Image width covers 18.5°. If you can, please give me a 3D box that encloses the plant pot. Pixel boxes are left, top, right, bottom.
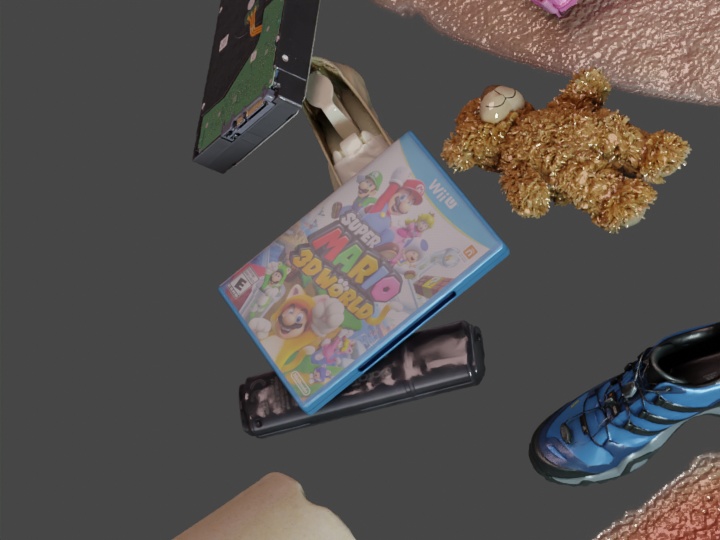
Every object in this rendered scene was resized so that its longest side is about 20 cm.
[{"bbox_3d":[-0.084,0.250,1.560,0.183,0.201,0.200,-40,51,-17],"label":"plant pot"}]

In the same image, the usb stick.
[{"bbox_3d":[0.001,0.085,1.707,0.200,0.033,0.056,-15,62,16],"label":"usb stick"}]

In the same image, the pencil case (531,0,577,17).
[{"bbox_3d":[0.215,-0.282,1.802,0.200,0.091,0.094,-32,63,7],"label":"pencil case"}]

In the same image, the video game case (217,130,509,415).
[{"bbox_3d":[0.000,0.000,1.719,0.200,0.018,0.143,-39,55,2],"label":"video game case"}]

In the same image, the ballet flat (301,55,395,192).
[{"bbox_3d":[-0.007,-0.104,1.808,0.069,0.069,0.200,-32,52,4],"label":"ballet flat"}]

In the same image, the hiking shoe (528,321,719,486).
[{"bbox_3d":[0.204,0.084,1.573,0.200,0.087,0.074,-27,52,8],"label":"hiking shoe"}]

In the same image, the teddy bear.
[{"bbox_3d":[0.158,-0.098,1.723,0.145,0.067,0.200,-42,52,-7],"label":"teddy bear"}]

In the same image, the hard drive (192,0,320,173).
[{"bbox_3d":[-0.082,-0.196,1.876,0.140,0.038,0.200,-36,38,50],"label":"hard drive"}]
